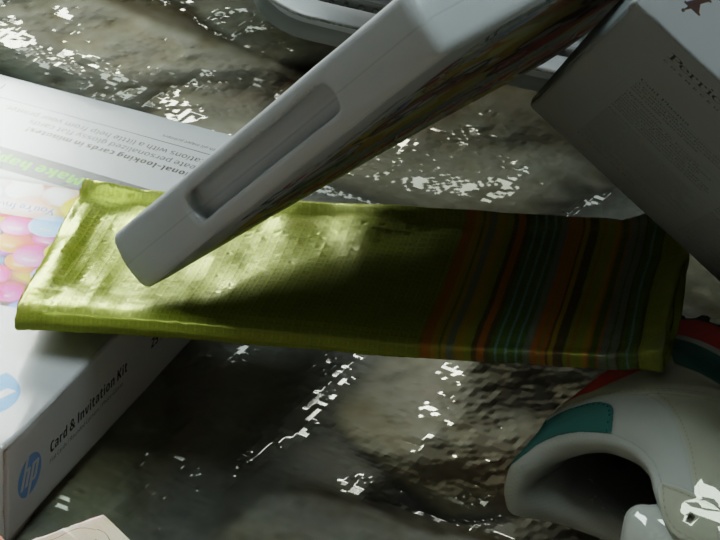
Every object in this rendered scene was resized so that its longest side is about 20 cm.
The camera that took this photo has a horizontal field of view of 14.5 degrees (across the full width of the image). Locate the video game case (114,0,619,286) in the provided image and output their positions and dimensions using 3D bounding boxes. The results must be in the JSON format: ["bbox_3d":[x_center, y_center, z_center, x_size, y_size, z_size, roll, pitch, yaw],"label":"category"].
[{"bbox_3d":[0.041,-0.073,0.838,0.200,0.182,0.023,-32,88,-36],"label":"video game case"}]

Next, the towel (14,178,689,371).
[{"bbox_3d":[0.000,0.000,0.869,0.198,0.018,0.086,3,26,10],"label":"towel"}]

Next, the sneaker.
[{"bbox_3d":[0.125,0.085,0.796,0.093,0.071,0.199,-28,40,-30],"label":"sneaker"}]

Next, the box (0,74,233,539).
[{"bbox_3d":[-0.133,0.002,0.927,0.155,0.041,0.200,15,35,19],"label":"box"}]

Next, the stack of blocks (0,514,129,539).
[{"bbox_3d":[-0.107,0.111,0.733,0.115,0.059,0.200,-19,38,-31],"label":"stack of blocks"}]

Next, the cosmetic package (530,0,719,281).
[{"bbox_3d":[0.147,-0.009,0.791,0.200,0.151,0.052,43,83,-1],"label":"cosmetic package"}]

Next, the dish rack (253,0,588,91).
[{"bbox_3d":[0.052,-0.137,1.097,0.199,0.044,0.173,12,55,-8],"label":"dish rack"}]
